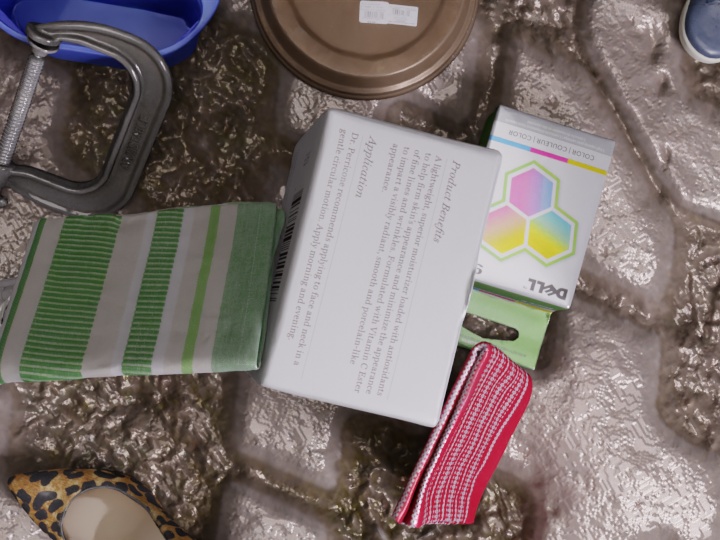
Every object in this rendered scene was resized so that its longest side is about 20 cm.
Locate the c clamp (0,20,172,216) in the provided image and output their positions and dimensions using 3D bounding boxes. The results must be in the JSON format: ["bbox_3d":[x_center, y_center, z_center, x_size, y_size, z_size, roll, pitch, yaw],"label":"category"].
[{"bbox_3d":[-0.247,-0.117,0.866,0.171,0.027,0.200,27,118,-16],"label":"c clamp"}]

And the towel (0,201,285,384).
[{"bbox_3d":[-0.159,0.015,0.785,0.200,0.023,0.153,-4,50,12],"label":"towel"}]

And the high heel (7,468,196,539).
[{"bbox_3d":[-0.190,0.205,0.840,0.200,0.143,0.071,24,86,-3],"label":"high heel"}]

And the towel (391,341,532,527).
[{"bbox_3d":[0.086,0.133,0.845,0.022,0.200,0.145,24,86,20],"label":"towel"}]

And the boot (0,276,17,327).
[{"bbox_3d":[-0.276,0.034,0.865,0.200,0.096,0.074,-19,89,-5],"label":"boot"}]

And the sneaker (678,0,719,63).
[{"bbox_3d":[0.356,-0.260,0.930,0.075,0.085,0.200,45,86,-1],"label":"sneaker"}]

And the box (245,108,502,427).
[{"bbox_3d":[0.000,0.000,0.830,0.131,0.200,0.199,15,86,-9],"label":"box"}]

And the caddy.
[{"bbox_3d":[-0.208,-0.238,0.876,0.200,0.105,0.142,8,86,-4],"label":"caddy"}]

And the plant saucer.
[{"bbox_3d":[0.005,-0.246,0.933,0.200,0.029,0.200,0,88,-5],"label":"plant saucer"}]

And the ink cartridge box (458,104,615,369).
[{"bbox_3d":[0.132,-0.026,0.916,0.104,0.059,0.200,17,86,-3],"label":"ink cartridge box"}]
